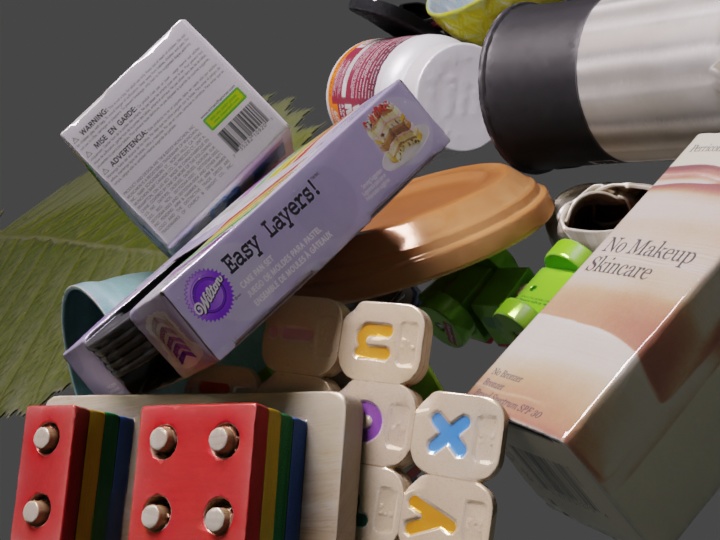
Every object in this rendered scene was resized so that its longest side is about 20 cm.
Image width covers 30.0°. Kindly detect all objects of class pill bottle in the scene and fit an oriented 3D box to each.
[{"bbox_3d":[0.050,-0.156,1.213,0.110,0.110,0.200,-44,20,-10],"label":"pill bottle"}]

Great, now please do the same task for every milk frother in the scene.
[{"bbox_3d":[0.182,-0.177,0.861,0.187,0.201,0.180,0,33,44],"label":"milk frother"}]

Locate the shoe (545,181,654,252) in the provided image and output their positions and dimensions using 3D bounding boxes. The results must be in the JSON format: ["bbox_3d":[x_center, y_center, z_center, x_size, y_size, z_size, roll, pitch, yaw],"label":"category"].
[{"bbox_3d":[0.166,-0.033,0.836,0.070,0.053,0.200,-43,20,-7],"label":"shoe"}]

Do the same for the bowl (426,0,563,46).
[{"bbox_3d":[0.167,-0.254,1.207,0.199,0.108,0.201,-34,21,15],"label":"bowl"}]

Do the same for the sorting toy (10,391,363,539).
[{"bbox_3d":[-0.106,0.157,0.664,0.198,0.069,0.201,-4,74,30],"label":"sorting toy"}]

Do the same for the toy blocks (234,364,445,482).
[{"bbox_3d":[-0.017,0.116,0.768,0.199,0.100,0.136,-39,-22,14],"label":"toy blocks"}]

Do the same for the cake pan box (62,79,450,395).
[{"bbox_3d":[-0.065,-0.007,0.754,0.200,0.052,0.184,-45,7,-28],"label":"cake pan box"}]

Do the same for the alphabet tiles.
[{"bbox_3d":[-0.017,0.115,0.676,0.194,0.015,0.202,3,81,33],"label":"alphabet tiles"}]

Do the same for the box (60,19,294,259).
[{"bbox_3d":[-0.116,-0.072,0.933,0.112,0.101,0.200,-45,-6,-6],"label":"box"}]

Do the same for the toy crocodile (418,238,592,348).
[{"bbox_3d":[0.100,0.023,0.845,0.068,0.062,0.199,-49,26,-22],"label":"toy crocodile"}]

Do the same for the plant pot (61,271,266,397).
[{"bbox_3d":[-0.106,0.085,0.924,0.133,0.202,0.200,-20,11,-25],"label":"plant pot"}]

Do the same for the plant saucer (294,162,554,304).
[{"bbox_3d":[0.029,-0.029,0.896,0.198,0.038,0.200,-18,12,4],"label":"plant saucer"}]

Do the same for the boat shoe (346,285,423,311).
[{"bbox_3d":[0.000,0.000,1.037,0.072,0.073,0.200,-42,20,-4],"label":"boat shoe"}]

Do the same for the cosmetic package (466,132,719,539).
[{"bbox_3d":[0.159,0.030,0.670,0.200,0.087,0.103,-47,21,-15],"label":"cosmetic package"}]

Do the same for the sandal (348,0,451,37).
[{"bbox_3d":[0.064,-0.235,1.275,0.075,0.199,0.046,17,90,36],"label":"sandal"}]
